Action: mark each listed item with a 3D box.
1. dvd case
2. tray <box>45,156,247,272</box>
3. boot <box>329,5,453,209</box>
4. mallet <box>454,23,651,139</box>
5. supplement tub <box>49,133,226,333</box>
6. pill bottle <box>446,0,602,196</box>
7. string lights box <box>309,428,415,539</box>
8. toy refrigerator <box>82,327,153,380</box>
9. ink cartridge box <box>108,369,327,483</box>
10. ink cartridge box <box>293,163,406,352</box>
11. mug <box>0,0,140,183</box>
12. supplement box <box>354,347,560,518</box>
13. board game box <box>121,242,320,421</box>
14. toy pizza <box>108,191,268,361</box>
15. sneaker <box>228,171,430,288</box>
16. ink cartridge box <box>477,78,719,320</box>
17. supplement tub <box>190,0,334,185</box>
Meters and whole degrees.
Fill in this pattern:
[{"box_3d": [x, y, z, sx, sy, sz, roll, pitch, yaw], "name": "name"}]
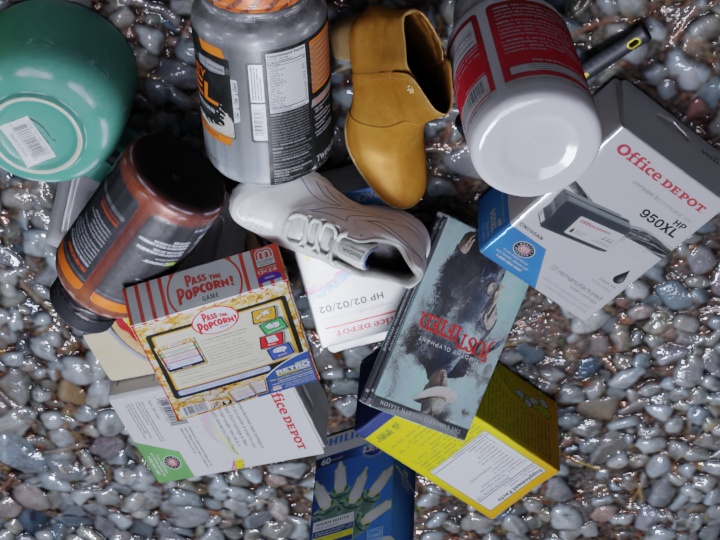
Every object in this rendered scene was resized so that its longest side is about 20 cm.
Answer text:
[{"box_3d": [0.090, 0.058, 1.663, 0.146, 0.022, 0.200, 25, 89, -42], "name": "dvd case"}, {"box_3d": [-0.211, -0.045, 1.648, 0.200, 0.022, 0.108, 18, 105, 9], "name": "tray"}, {"box_3d": [0.041, -0.139, 1.505, 0.071, 0.144, 0.201, -27, 111, -22], "name": "boot"}, {"box_3d": [0.188, -0.161, 1.570, 0.200, 0.041, 0.066, -26, 123, 19], "name": "mallet"}, {"box_3d": [-0.217, -0.028, 1.575, 0.107, 0.107, 0.200, 29, 125, -19], "name": "supplement tub"}, {"box_3d": [0.135, -0.166, 1.451, 0.112, 0.200, 0.112, -4, 133, -4], "name": "pill bottle"}, {"box_3d": [0.003, 0.262, 1.836, 0.103, 0.200, 0.059, -19, 127, 19], "name": "string lights box"}, {"box_3d": [-0.180, 0.050, 1.758, 0.200, 0.070, 0.076, -11, 133, 16], "name": "toy refrigerator"}, {"box_3d": [-0.149, 0.140, 1.819, 0.200, 0.084, 0.145, -12, 130, 14], "name": "ink cartridge box"}, {"box_3d": [0.000, 0.000, 1.661, 0.115, 0.068, 0.200, -15, 117, 2], "name": "ink cartridge box"}, {"box_3d": [-0.275, -0.153, 1.557, 0.185, 0.115, 0.152, 16, 130, -9], "name": "mug"}, {"box_3d": [0.105, 0.157, 1.799, 0.200, 0.110, 0.109, 35, 125, -22], "name": "supplement box"}, {"box_3d": [-0.129, 0.063, 1.611, 0.151, 0.046, 0.200, -16, 148, -2], "name": "board game box"}, {"box_3d": [-0.184, 0.005, 1.681, 0.200, 0.032, 0.201, 3, 102, 13], "name": "toy pizza"}, {"box_3d": [-0.025, -0.038, 1.554, 0.200, 0.087, 0.075, 15, 111, -11], "name": "sneaker"}, {"box_3d": [0.230, -0.066, 1.614, 0.145, 0.084, 0.200, 32, 125, -22], "name": "ink cartridge box"}, {"box_3d": [-0.087, -0.187, 1.509, 0.122, 0.123, 0.200, 1, 130, 4], "name": "supplement tub"}]
